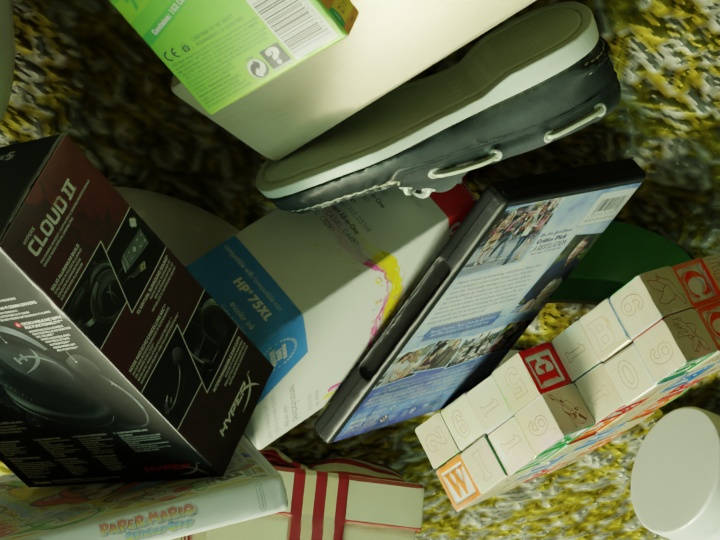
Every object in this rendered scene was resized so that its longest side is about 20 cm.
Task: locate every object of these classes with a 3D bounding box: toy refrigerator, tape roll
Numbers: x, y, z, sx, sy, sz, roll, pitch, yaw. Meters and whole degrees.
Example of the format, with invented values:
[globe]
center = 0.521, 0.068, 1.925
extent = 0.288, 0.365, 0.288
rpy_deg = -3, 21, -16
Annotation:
[toy refrigerator]
center = 0.000, -0.139, 0.978
extent = 0.076, 0.070, 0.200
rpy_deg = 33, 136, -30
[tape roll]
center = 0.127, 0.038, 1.276
extent = 0.200, 0.048, 0.201
rpy_deg = 1, 148, 0

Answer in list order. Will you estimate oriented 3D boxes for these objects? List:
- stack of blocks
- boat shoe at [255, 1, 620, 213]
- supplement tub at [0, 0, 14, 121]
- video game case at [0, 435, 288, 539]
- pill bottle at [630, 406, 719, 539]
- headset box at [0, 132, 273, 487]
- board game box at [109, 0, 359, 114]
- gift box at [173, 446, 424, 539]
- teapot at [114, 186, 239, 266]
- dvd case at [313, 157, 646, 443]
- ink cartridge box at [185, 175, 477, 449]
[stack of blocks]
center = 0.138, 0.067, 1.176
extent = 0.115, 0.059, 0.200
rpy_deg = -15, 162, -41
[boat shoe]
center = 0.043, -0.071, 1.035
extent = 0.200, 0.076, 0.060
rpy_deg = -23, 121, 11
[supplement tub]
center = -0.284, -0.117, 0.944
extent = 0.199, 0.145, 0.145
rpy_deg = -7, 147, 11
[video game case]
center = -0.142, 0.123, 1.041
extent = 0.181, 0.023, 0.200
rpy_deg = -13, -174, -10
[pill bottle]
center = 0.300, 0.172, 1.422
extent = 0.200, 0.116, 0.116
rpy_deg = 22, 142, -30
[headset box]
center = -0.164, 0.020, 0.978
extent = 0.149, 0.077, 0.200
rpy_deg = -9, 133, 39
[board game box]
center = -0.099, -0.169, 0.913
extent = 0.095, 0.030, 0.200
rpy_deg = -25, 119, 35
[gift box]
center = -0.066, 0.228, 1.464
extent = 0.184, 0.187, 0.200
rpy_deg = 10, 166, -18
[teapot]
center = -0.145, 0.057, 1.195
extent = 0.200, 0.146, 0.197
rpy_deg = 35, 141, -29
[dvd case]
center = 0.068, 0.017, 1.123
extent = 0.142, 0.018, 0.200
rpy_deg = -11, 145, -49
[ink cartridge box]
center = 0.000, 0.000, 1.102
extent = 0.200, 0.067, 0.116
rpy_deg = -34, 153, -17
